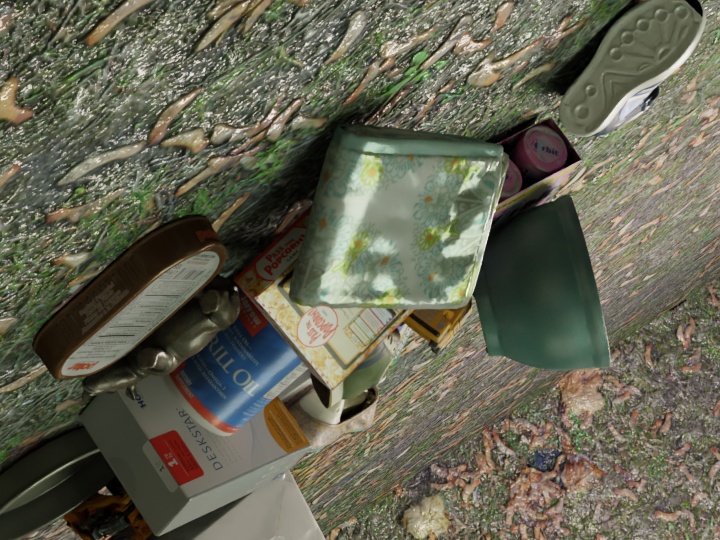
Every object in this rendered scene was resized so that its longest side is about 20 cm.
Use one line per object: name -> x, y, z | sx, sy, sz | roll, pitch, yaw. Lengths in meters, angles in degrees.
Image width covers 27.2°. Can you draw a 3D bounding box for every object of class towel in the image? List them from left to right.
towel -> 0.039, -0.045, 1.377 | 0.200, 0.048, 0.172 | 2, 110, -36

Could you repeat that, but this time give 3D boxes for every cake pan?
cake pan -> -0.342, 0.234, 1.643 | 0.200, 0.037, 0.200 | -33, 166, -10

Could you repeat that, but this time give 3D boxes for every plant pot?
plant pot -> 0.195, 0.026, 1.692 | 0.134, 0.201, 0.200 | -13, 166, 4

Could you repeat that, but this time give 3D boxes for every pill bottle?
pill bottle -> -0.099, 0.066, 1.517 | 0.200, 0.112, 0.112 | -42, 165, 10

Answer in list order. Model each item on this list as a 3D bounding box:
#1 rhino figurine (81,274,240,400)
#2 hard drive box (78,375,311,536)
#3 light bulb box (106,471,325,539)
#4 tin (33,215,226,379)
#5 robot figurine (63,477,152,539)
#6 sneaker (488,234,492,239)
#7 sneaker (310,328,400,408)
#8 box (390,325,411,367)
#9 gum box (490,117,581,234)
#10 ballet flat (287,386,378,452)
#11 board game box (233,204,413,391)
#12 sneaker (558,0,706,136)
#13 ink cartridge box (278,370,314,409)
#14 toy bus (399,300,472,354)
rhino figurine -> -0.194, 0.070, 1.422 | 0.200, 0.060, 0.087 | -39, 167, 18
hard drive box -> -0.175, 0.175, 1.603 | 0.200, 0.156, 0.077 | -19, 158, -51
light bulb box -> -0.182, 0.335, 1.742 | 0.200, 0.125, 0.198 | -16, -167, 47
tin -> -0.202, 0.028, 1.315 | 0.200, 0.042, 0.112 | -40, 161, 17
robot figurine -> -0.268, 0.269, 1.737 | 0.145, 0.058, 0.200 | -41, -165, -28
sneaker -> 0.170, -0.047, 1.809 | 0.200, 0.099, 0.071 | -35, 164, -10
sneaker -> 0.002, 0.069, 1.636 | 0.090, 0.067, 0.200 | -16, 144, -23
box -> 0.035, 0.052, 1.831 | 0.118, 0.048, 0.200 | -63, 168, -5
gum box -> 0.137, -0.085, 1.668 | 0.200, 0.066, 0.114 | -28, 166, -31
ballet flat -> -0.037, 0.161, 1.752 | 0.067, 0.068, 0.200 | -62, 161, 17
board game box -> -0.002, -0.005, 1.430 | 0.200, 0.046, 0.152 | -44, 129, -9
sneaker -> 0.303, -0.226, 1.611 | 0.200, 0.081, 0.146 | -47, 171, 26
ink cartridge box -> -0.078, 0.123, 1.803 | 0.145, 0.084, 0.200 | -37, 165, 2
toy bus -> 0.086, 0.045, 1.716 | 0.078, 0.065, 0.200 | -52, 173, -2
